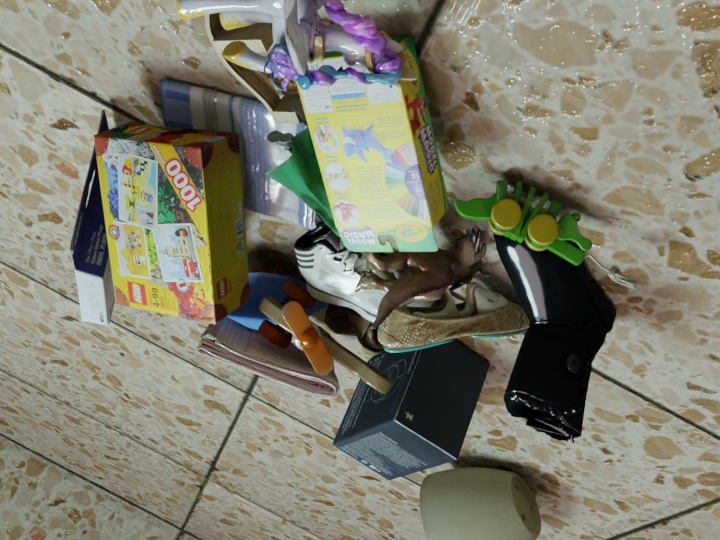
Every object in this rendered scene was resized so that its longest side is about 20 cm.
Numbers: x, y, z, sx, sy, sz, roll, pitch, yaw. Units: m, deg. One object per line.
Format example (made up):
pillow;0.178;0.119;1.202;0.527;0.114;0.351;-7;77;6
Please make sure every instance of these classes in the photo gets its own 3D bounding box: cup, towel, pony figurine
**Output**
cup;0.207;0.401;1.523;0.142;0.202;0.200;-27;125;23
towel;-0.137;-0.130;1.069;0.197;0.024;0.149;17;133;17
pony figurine;-0.055;-0.223;0.769;0.197;0.169;0.194;16;160;19
towel;-0.119;0.112;1.263;0.188;0.033;0.200;21;-176;-6

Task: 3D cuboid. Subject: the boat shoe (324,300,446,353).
boat shoe;0.021;0.065;1.231;0.198;0.075;0.076;-12;133;47

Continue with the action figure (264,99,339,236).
action figure;-0.030;-0.096;1.014;0.054;0.119;0.200;33;168;37

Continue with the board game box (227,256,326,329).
board game box;-0.143;0.033;1.338;0.156;0.040;0.199;18;148;-31

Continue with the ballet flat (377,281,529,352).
ballet flat;0.114;0.048;1.094;0.070;0.196;0.067;-148;52;-67

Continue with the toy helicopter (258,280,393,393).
toy helicopter;-0.043;0.092;1.197;0.198;0.080;0.132;34;179;4

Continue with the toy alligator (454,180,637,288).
toy alligator;0.192;-0.046;0.943;0.197;0.055;0.059;23;178;7

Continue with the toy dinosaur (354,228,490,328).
toy dinosaur;0.074;-0.001;1.015;0.133;0.201;0.087;22;121;4

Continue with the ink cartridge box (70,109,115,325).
ink cartridge box;-0.316;-0.061;1.179;0.040;0.203;0.201;9;154;-7

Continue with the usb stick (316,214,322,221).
usb stick;-0.126;-0.101;1.130;0.197;0.033;0.056;16;148;17

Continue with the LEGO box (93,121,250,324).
LEGO box;-0.211;-0.057;1.070;0.146;0.077;0.204;9;114;25

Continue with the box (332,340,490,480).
box;0.068;0.188;1.311;0.106;0.150;0.200;32;151;-12

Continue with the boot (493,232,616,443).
boot;0.191;0.065;1.001;0.076;0.170;0.200;-11;133;47

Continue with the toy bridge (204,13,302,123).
toy bridge;-0.116;-0.228;0.929;0.066;0.027;0.201;7;144;31

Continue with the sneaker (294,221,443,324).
sneaker;0.000;0.000;1.145;0.198;0.076;0.116;12;149;29

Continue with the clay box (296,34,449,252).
clay box;0.015;-0.116;0.907;0.113;0.048;0.203;2;121;31
